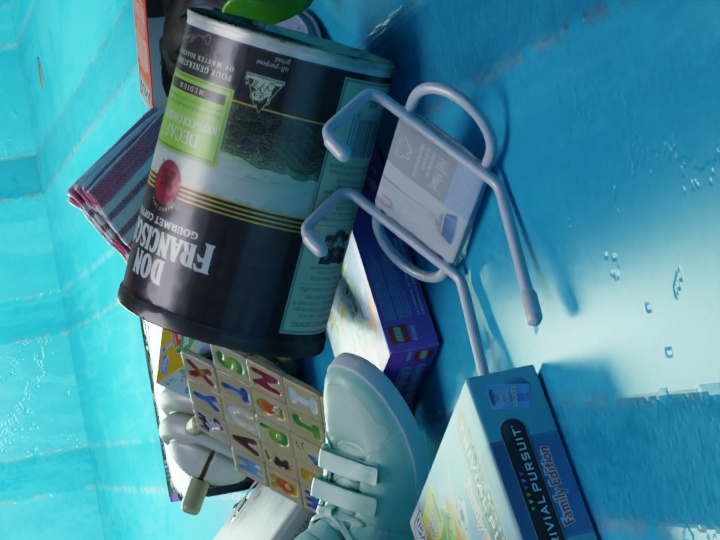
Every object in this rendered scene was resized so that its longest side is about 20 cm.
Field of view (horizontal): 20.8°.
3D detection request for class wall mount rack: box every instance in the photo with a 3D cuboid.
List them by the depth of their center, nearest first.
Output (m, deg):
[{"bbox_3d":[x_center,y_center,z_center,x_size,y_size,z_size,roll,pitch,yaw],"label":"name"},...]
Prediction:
[{"bbox_3d":[0.047,-0.015,1.187,0.173,0.075,0.200,39,152,13],"label":"wall mount rack"}]

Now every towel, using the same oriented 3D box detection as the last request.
[{"bbox_3d":[-0.145,-0.026,1.630,0.030,0.147,0.201,-26,107,38],"label":"towel"}]

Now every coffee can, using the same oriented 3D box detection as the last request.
[{"bbox_3d":[-0.070,-0.060,1.312,0.146,0.145,0.202,-143,67,-68],"label":"coffee can"}]

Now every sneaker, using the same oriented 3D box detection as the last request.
[{"bbox_3d":[-0.015,0.164,1.338,0.073,0.118,0.202,12,119,45],"label":"sneaker"}]

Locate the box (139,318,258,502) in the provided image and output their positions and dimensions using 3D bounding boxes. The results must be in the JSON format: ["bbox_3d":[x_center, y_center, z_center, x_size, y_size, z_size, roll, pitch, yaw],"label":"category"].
[{"bbox_3d":[-0.136,0.109,1.841,0.122,0.105,0.202,154,107,-72],"label":"box"}]

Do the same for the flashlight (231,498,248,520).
[{"bbox_3d":[-0.067,0.247,1.765,0.068,0.067,0.200,-62,19,-7],"label":"flashlight"}]

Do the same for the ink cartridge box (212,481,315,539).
[{"bbox_3d":[-0.076,0.228,1.672,0.163,0.050,0.200,-55,8,7],"label":"ink cartridge box"}]

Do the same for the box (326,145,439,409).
[{"bbox_3d":[0.000,0.000,1.409,0.137,0.039,0.202,108,149,-60],"label":"box"}]

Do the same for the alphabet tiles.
[{"bbox_3d":[-0.050,0.130,1.473,0.199,0.006,0.167,25,145,24],"label":"alphabet tiles"}]

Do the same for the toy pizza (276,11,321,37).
[{"bbox_3d":[-0.081,-0.106,1.512,0.200,0.032,0.202,-40,37,39],"label":"toy pizza"}]

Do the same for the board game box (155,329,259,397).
[{"bbox_3d":[-0.100,-0.016,1.542,0.134,0.034,0.202,-31,44,40],"label":"board game box"}]

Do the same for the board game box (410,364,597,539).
[{"bbox_3d":[0.087,0.174,1.189,0.201,0.046,0.152,105,151,-57],"label":"board game box"}]

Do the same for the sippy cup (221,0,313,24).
[{"bbox_3d":[-0.104,-0.263,1.453,0.178,0.129,0.141,-131,35,-63],"label":"sippy cup"}]

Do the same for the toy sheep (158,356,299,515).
[{"bbox_3d":[-0.115,0.116,1.705,0.201,0.137,0.138,-64,6,-18],"label":"toy sheep"}]

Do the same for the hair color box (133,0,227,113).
[{"bbox_3d":[-0.141,-0.237,1.656,0.061,0.101,0.202,-124,28,-56],"label":"hair color box"}]
